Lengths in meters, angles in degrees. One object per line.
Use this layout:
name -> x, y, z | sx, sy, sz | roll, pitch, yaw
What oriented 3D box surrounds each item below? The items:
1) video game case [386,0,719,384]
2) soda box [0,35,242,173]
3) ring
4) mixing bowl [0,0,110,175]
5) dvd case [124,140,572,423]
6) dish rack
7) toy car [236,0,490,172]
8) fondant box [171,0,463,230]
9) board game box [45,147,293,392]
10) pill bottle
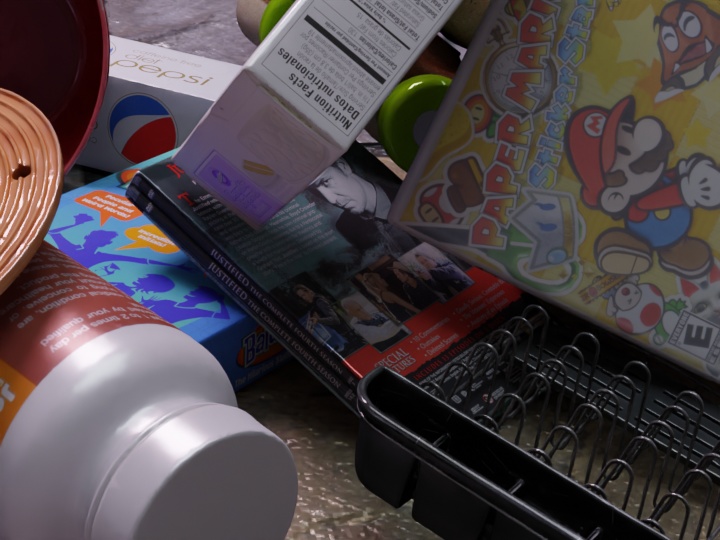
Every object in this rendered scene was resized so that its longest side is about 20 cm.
video game case -> 0.136, -0.073, 0.847 | 0.182, 0.200, 0.023 | 26, 1, -1
soda box -> -0.145, -0.100, 1.077 | 0.200, 0.064, 0.068 | 15, 26, 14
ring -> -0.212, -0.009, 0.719 | 0.200, 0.019, 0.201 | -11, 39, 9
mixing bowl -> -0.220, -0.125, 0.993 | 0.200, 0.201, 0.108 | 11, 10, 8
dvd case -> 0.000, 0.000, 0.881 | 0.200, 0.022, 0.146 | 43, 38, 13
dish rack -> 0.101, 0.073, 0.782 | 0.153, 0.055, 0.200 | 32, 34, 21
toy car -> 0.044, -0.169, 0.989 | 0.158, 0.200, 0.164 | 37, 5, -11
fondant box -> 0.007, -0.123, 0.816 | 0.058, 0.144, 0.200 | 40, 69, -6
board game box -> -0.099, 0.005, 0.902 | 0.152, 0.045, 0.200 | 23, 30, 27
pill bottle -> -0.122, 0.058, 0.717 | 0.112, 0.112, 0.200 | -19, 36, -41
